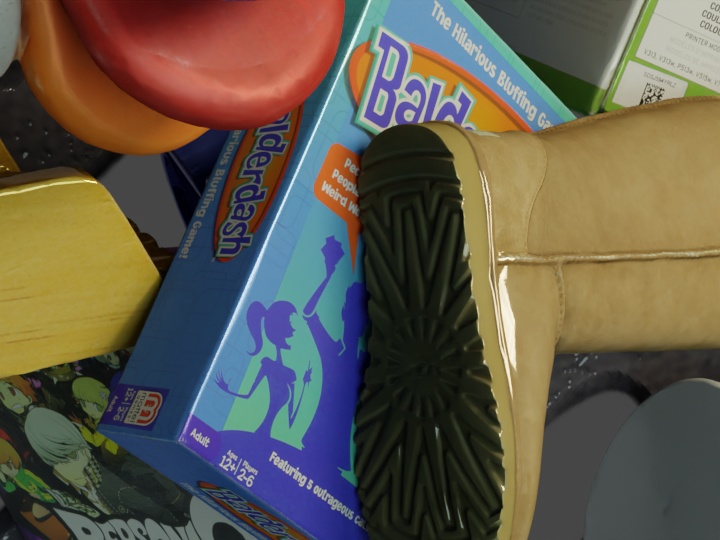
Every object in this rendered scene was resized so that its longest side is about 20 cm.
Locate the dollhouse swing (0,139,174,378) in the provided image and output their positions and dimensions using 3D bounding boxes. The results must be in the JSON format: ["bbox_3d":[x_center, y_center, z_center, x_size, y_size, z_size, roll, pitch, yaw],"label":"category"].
[{"bbox_3d":[-0.179,-0.070,0.831,0.181,0.200,0.177,-14,111,-21],"label":"dollhouse swing"}]

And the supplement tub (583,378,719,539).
[{"bbox_3d":[0.222,0.139,1.125,0.199,0.132,0.132,20,97,-28],"label":"supplement tub"}]

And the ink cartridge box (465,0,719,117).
[{"bbox_3d":[0.125,-0.161,0.974,0.076,0.148,0.201,20,97,-31],"label":"ink cartridge box"}]

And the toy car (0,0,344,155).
[{"bbox_3d":[-0.060,-0.121,0.713,0.175,0.150,0.200,-21,146,-32],"label":"toy car"}]

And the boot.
[{"bbox_3d":[0.090,0.024,0.846,0.200,0.066,0.176,-4,96,-46],"label":"boot"}]

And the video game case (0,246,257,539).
[{"bbox_3d":[-0.073,0.074,0.937,0.036,0.199,0.182,-50,126,-42],"label":"video game case"}]

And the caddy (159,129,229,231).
[{"bbox_3d":[0.000,0.000,0.971,0.105,0.141,0.201,-27,117,-13],"label":"caddy"}]

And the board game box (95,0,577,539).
[{"bbox_3d":[0.005,0.003,0.837,0.152,0.045,0.201,39,64,-42],"label":"board game box"}]
